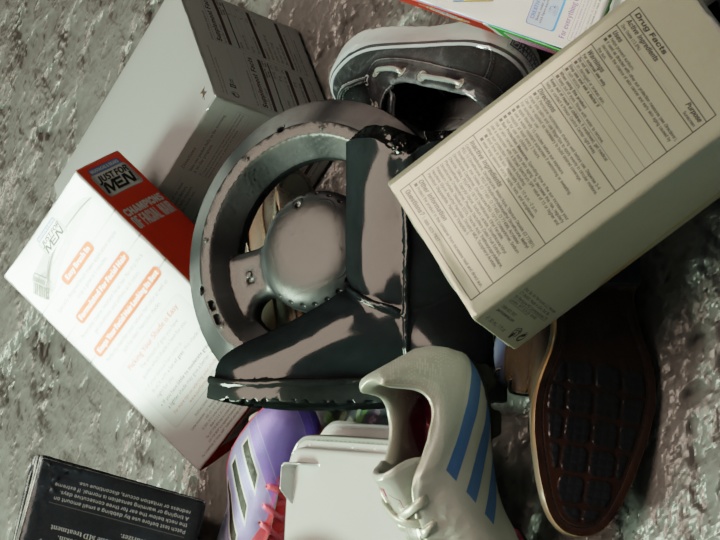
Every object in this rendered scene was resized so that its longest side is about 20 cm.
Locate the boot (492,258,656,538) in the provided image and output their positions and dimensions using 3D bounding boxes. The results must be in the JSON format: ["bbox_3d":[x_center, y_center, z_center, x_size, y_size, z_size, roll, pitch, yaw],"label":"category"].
[{"bbox_3d":[0.120,0.064,1.510,0.097,0.074,0.201,128,150,-65],"label":"boot"}]

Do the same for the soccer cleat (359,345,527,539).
[{"bbox_3d":[0.047,0.143,1.495,0.070,0.086,0.201,-25,76,50],"label":"soccer cleat"}]

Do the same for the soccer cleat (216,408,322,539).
[{"bbox_3d":[-0.068,0.180,1.735,0.201,0.066,0.077,-67,24,21],"label":"soccer cleat"}]

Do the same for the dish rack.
[{"bbox_3d":[0.001,0.179,1.617,0.200,0.043,0.173,-2,83,59],"label":"dish rack"}]

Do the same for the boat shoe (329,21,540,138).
[{"bbox_3d":[0.036,-0.114,1.724,0.199,0.072,0.068,-1,51,53],"label":"boat shoe"}]

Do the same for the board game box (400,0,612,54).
[{"bbox_3d":[0.095,-0.224,1.635,0.199,0.040,0.154,23,93,32],"label":"board game box"}]

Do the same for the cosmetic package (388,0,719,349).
[{"bbox_3d":[0.127,-0.060,1.441,0.200,0.071,0.106,-36,64,10],"label":"cosmetic package"}]

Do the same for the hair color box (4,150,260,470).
[{"bbox_3d":[-0.141,0.027,1.841,0.111,0.200,0.064,-51,-9,31],"label":"hair color box"}]

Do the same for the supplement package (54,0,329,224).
[{"bbox_3d":[-0.125,-0.079,1.947,0.200,0.110,0.156,-55,33,25],"label":"supplement package"}]

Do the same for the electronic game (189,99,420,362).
[{"bbox_3d":[-0.026,-0.012,1.698,0.199,0.042,0.202,-7,76,30],"label":"electronic game"}]

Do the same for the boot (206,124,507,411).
[{"bbox_3d":[0.000,0.000,1.609,0.199,0.076,0.169,-4,82,23],"label":"boot"}]

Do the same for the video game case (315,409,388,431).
[{"bbox_3d":[0.035,0.041,1.692,0.201,0.023,0.182,-62,30,17],"label":"video game case"}]

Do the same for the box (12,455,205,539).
[{"bbox_3d":[-0.189,0.240,1.791,0.200,0.123,0.198,132,154,-81],"label":"box"}]

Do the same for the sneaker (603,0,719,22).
[{"bbox_3d":[0.193,-0.169,1.517,0.082,0.074,0.201,15,92,46],"label":"sneaker"}]

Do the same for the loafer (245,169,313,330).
[{"bbox_3d":[-0.041,0.001,1.794,0.063,0.072,0.201,-34,35,32],"label":"loafer"}]
